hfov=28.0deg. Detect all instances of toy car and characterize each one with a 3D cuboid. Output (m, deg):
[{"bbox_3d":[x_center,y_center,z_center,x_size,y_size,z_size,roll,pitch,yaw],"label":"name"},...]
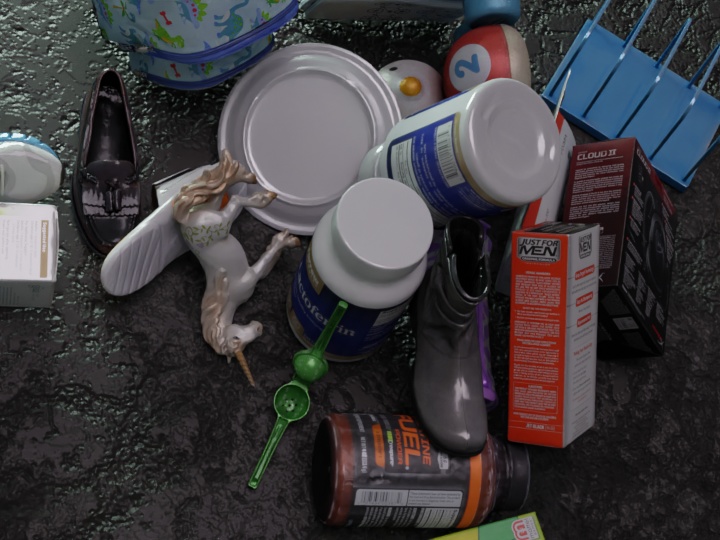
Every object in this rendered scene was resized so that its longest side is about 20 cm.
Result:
[{"bbox_3d":[0.076,-0.188,1.552,0.197,0.177,0.187,-5,76,-4],"label":"toy car"}]

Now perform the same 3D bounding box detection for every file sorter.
[{"bbox_3d":[0.335,-0.220,1.656,0.199,0.123,0.139,32,59,3],"label":"file sorter"}]

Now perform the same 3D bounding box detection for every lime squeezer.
[{"bbox_3d":[-0.061,0.110,1.394,0.037,0.071,0.201,30,101,13],"label":"lime squeezer"}]

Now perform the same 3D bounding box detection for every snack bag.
[{"bbox_3d":[0.045,-0.299,1.578,0.186,0.200,0.022,0,88,-17],"label":"snack bag"}]

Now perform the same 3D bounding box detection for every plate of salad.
[{"bbox_3d":[-0.052,-0.137,1.524,0.197,0.048,0.203,0,87,5],"label":"plate of salad"}]

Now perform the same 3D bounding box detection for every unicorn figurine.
[{"bbox_3d":[-0.125,-0.008,1.437,0.137,0.074,0.201,-39,105,-23],"label":"unicorn figurine"}]

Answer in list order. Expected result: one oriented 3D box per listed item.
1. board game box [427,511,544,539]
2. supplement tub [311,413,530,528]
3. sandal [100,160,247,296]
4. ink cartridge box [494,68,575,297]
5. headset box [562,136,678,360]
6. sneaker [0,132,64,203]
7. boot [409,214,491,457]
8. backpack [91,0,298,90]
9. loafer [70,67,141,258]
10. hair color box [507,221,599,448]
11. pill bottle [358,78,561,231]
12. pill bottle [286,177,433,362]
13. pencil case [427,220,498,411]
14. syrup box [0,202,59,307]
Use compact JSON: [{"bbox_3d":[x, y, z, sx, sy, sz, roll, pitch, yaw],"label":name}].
[{"bbox_3d":[0.088,0.305,1.364,0.198,0.048,0.103,-11,68,-20],"label":"board game box"},{"bbox_3d":[0.058,0.192,1.380,0.197,0.107,0.108,3,63,-15],"label":"supplement tub"},{"bbox_3d":[-0.196,-0.054,1.447,0.059,0.080,0.206,27,48,30],"label":"sandal"},{"bbox_3d":[0.196,-0.083,1.502,0.056,0.200,0.164,20,60,-1],"label":"ink cartridge box"},{"bbox_3d":[0.272,-0.030,1.523,0.076,0.149,0.202,-6,57,29],"label":"headset box"},{"bbox_3d":[-0.388,-0.086,1.399,0.197,0.076,0.087,1,28,-8],"label":"sneaker"},{"bbox_3d":[0.088,0.059,1.339,0.069,0.132,0.202,-2,56,-16],"label":"boot"},{"bbox_3d":[-0.164,-0.279,1.501,0.182,0.148,0.199,-35,35,-26],"label":"backpack"},{"bbox_3d":[-0.258,-0.112,1.469,0.071,0.063,0.202,0,64,-15],"label":"loafer"},{"bbox_3d":[0.186,0.059,1.389,0.061,0.101,0.203,5,99,26],"label":"hair color box"},{"bbox_3d":[0.089,-0.104,1.406,0.119,0.199,0.121,7,76,-33],"label":"pill bottle"},{"bbox_3d":[0.000,0.000,1.405,0.114,0.200,0.117,6,62,-12],"label":"pill bottle"},{"bbox_3d":[0.102,0.049,1.476,0.083,0.085,0.202,23,57,-40],"label":"pencil case"},{"bbox_3d":[-0.388,-0.016,1.370,0.197,0.079,0.082,1,71,-15],"label":"syrup box"}]
